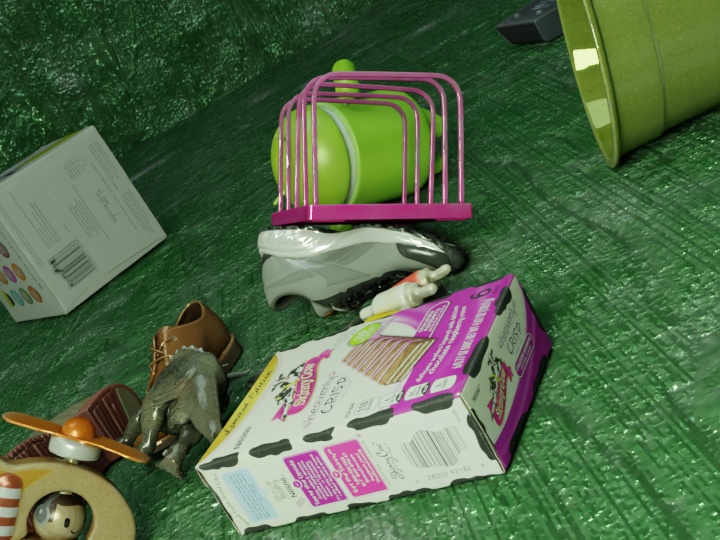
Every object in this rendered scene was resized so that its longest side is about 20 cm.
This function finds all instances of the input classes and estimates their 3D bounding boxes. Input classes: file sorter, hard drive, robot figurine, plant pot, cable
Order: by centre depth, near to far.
[{"bbox_3d":[-0.009,0.043,0.900,0.199,0.050,0.097,-19,23,34],"label":"cable"},{"bbox_3d":[0.273,-0.206,0.952,0.189,0.201,0.200,-15,19,6],"label":"plant pot"},{"bbox_3d":[0.003,-0.104,1.031,0.138,0.126,0.200,-1,1,-13],"label":"file sorter"},{"bbox_3d":[-0.006,-0.123,1.202,0.199,0.176,0.116,-17,34,-33],"label":"robot figurine"},{"bbox_3d":[0.293,-0.372,1.581,0.200,0.042,0.135,-35,18,-13],"label":"hard drive"}]

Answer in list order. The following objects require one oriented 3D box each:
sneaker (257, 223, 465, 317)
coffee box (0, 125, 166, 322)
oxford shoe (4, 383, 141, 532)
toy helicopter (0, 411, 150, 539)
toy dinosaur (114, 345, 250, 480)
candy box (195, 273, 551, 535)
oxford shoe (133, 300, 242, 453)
[{"bbox_3d":[0.000,0.000,0.997,0.199,0.080,0.074,-3,-6,31],"label":"sneaker"},{"bbox_3d":[-0.451,-0.065,1.695,0.200,0.200,0.197,-42,20,-33],"label":"coffee box"},{"bbox_3d":[-0.260,0.167,0.960,0.075,0.071,0.200,-24,8,33],"label":"oxford shoe"},{"bbox_3d":[-0.231,0.134,0.761,0.132,0.200,0.079,-50,19,-4],"label":"toy helicopter"},{"bbox_3d":[-0.130,0.096,0.845,0.200,0.077,0.103,133,161,-77],"label":"toy dinosaur"},{"bbox_3d":[0.010,0.085,0.735,0.199,0.061,0.137,-21,20,31],"label":"candy box"},{"bbox_3d":[-0.163,0.091,0.997,0.071,0.072,0.200,-23,20,17],"label":"oxford shoe"}]
